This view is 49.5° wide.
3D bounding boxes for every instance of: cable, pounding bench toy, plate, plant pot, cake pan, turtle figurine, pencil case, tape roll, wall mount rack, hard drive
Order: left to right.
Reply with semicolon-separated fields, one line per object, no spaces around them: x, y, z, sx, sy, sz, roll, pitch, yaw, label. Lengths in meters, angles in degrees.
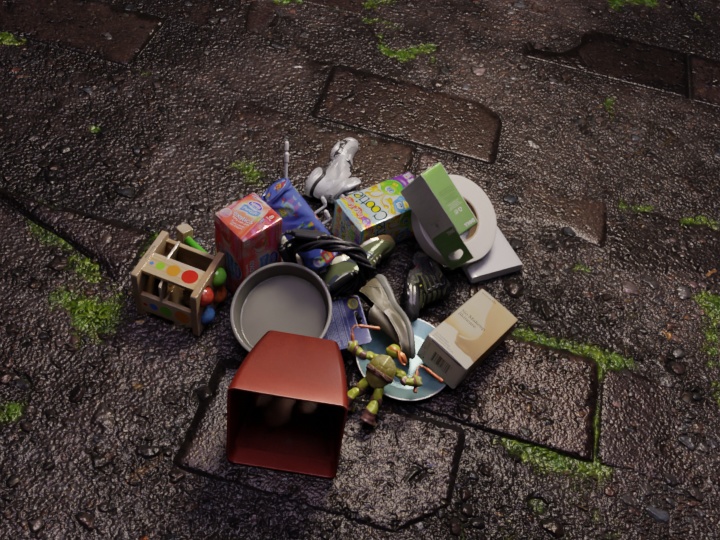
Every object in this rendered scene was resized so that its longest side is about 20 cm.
-0.335;0.002;1.565;0.154;0.125;0.201;19;50;7;pounding bench toy
-0.151;0.083;1.511;0.198;0.037;0.203;-2;67;4;cake pan
-0.121;0.222;1.380;0.197;0.201;0.177;9;40;-1;plant pot
-0.136;-0.180;1.702;0.074;0.174;0.200;-35;20;7;wall mount rack
-0.125;-0.089;1.587;0.087;0.201;0.078;-37;22;-1;pencil case
-0.066;-0.005;1.541;0.198;0.164;0.051;8;41;15;cable
0.041;0.203;1.449;0.199;0.064;0.162;31;87;6;turtle figurine
0.087;0.176;1.549;0.198;0.026;0.202;5;50;-6;plate
0.205;-0.108;1.705;0.201;0.037;0.205;6;74;-22;tape roll
0.263;-0.066;1.776;0.131;0.026;0.201;-14;54;-19;hard drive

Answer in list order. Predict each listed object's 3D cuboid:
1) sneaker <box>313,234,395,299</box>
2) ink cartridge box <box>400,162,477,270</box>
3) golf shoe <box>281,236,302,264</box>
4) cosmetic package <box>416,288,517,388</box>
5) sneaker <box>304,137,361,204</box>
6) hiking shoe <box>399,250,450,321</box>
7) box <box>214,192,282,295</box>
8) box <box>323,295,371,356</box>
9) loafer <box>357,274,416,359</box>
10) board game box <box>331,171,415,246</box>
0.000;0.000;1.656;0.198;0.067;0.090;-23;54;-17;sneaker
0.175;-0.111;1.613;0.059;0.104;0.201;-33;90;-26;ink cartridge box
-0.187;-0.068;1.669;0.199;0.092;0.075;28;50;13;golf shoe
0.214;0.132;1.549;0.105;0.071;0.200;40;47;15;cosmetic package
-0.035;-0.224;1.835;0.114;0.075;0.200;29;57;15;sneaker
0.141;0.036;1.632;0.100;0.076;0.201;17;41;2;hiking shoe
-0.223;-0.040;1.567;0.102;0.201;0.095;-33;60;-31;box
-0.085;0.123;1.547;0.198;0.033;0.122;-13;52;-6;box
0.052;0.100;1.553;0.069;0.076;0.201;-21;52;-9;loafer
0.048;-0.121;1.739;0.199;0.105;0.103;-24;58;-25;board game box
